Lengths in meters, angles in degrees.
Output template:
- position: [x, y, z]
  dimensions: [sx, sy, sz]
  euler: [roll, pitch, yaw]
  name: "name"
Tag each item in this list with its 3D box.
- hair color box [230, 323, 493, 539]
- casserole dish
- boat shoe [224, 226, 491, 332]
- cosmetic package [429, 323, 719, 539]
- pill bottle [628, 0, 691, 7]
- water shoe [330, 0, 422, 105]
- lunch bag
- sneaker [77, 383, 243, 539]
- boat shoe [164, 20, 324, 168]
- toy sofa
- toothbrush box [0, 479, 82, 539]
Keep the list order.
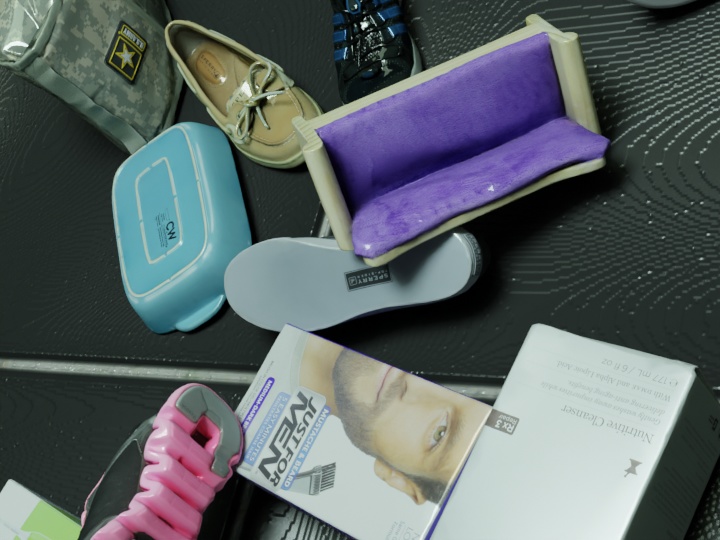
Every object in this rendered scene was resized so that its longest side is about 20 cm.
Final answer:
- position: [0.003, 0.117, 0.843]
  dimensions: [0.199, 0.065, 0.110]
  euler: [18, 74, 43]
  name: "hair color box"
- position: [-0.154, -0.042, 1.063]
  dimensions: [0.121, 0.039, 0.201]
  euler: [-32, 51, 21]
  name: "casserole dish"
- position: [0.000, 0.000, 0.928]
  dimensions: [0.199, 0.066, 0.070]
  euler: [-12, 89, 26]
  name: "boat shoe"
- position: [0.115, 0.144, 0.731]
  dimensions: [0.112, 0.081, 0.201]
  euler: [14, 69, 38]
  name: "cosmetic package"
- position: [0.203, -0.295, 0.930]
  dimensions: [0.111, 0.111, 0.201]
  euler: [-24, 52, 19]
  name: "pill bottle"
- position: [-0.002, -0.202, 1.039]
  dimensions: [0.071, 0.079, 0.201]
  euler: [-22, 53, 21]
  name: "water shoe"
- position: [-0.241, -0.209, 1.143]
  dimensions: [0.117, 0.164, 0.201]
  euler: [-32, 50, 17]
  name: "lunch bag"
- position: [-0.149, 0.165, 0.829]
  dimensions: [0.095, 0.079, 0.200]
  euler: [-20, 31, 39]
  name: "sneaker"
- position: [-0.102, -0.149, 1.083]
  dimensions: [0.073, 0.063, 0.200]
  euler: [-50, 48, -3]
  name: "boat shoe"
- position: [0.062, -0.090, 0.874]
  dimensions: [0.199, 0.083, 0.098]
  euler: [-24, 30, -5]
  name: "toy sofa"
- position: [-0.201, 0.255, 0.888]
  dimensions: [0.199, 0.086, 0.146]
  euler: [20, 73, 38]
  name: "toothbrush box"
